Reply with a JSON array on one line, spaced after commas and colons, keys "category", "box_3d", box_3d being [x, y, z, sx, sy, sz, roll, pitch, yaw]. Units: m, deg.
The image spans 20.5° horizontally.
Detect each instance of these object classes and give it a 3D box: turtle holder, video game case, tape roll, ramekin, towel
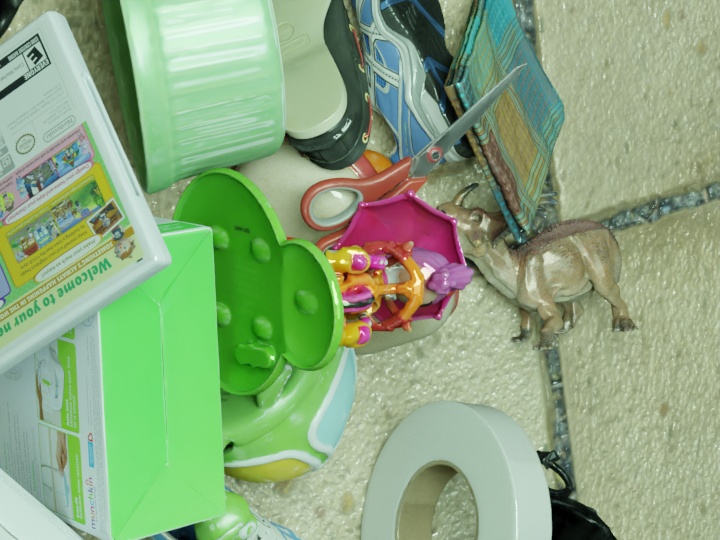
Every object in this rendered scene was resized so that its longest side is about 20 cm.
[{"category": "turtle holder", "box_3d": [-0.067, 0.098, 1.440, 0.141, 0.186, 0.132, -22, 134, 14]}, {"category": "video game case", "box_3d": [-0.232, -0.036, 1.270, 0.022, 0.200, 0.182, 6, 56, -63]}, {"category": "tape roll", "box_3d": [0.071, 0.201, 1.532, 0.037, 0.203, 0.203, 9, 93, -34]}, {"category": "ramekin", "box_3d": [-0.115, -0.158, 1.340, 0.097, 0.200, 0.200, -11, 104, -9]}, {"category": "towel", "box_3d": [0.115, -0.130, 1.544, 0.147, 0.022, 0.200, 62, 25, -25]}]

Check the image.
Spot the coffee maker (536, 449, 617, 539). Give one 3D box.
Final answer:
[{"category": "coffee maker", "box_3d": [0.117, 0.284, 1.634, 0.200, 0.135, 0.192, -38, 96, -25]}]

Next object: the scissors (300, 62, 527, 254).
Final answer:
[{"category": "scissors", "box_3d": [0.045, -0.071, 1.416, 0.200, 0.014, 0.073, -32, 118, -5]}]

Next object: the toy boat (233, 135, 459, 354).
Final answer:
[{"category": "toy boat", "box_3d": [-0.008, -0.040, 1.508, 0.200, 0.130, 0.131, 48, 41, -30]}]

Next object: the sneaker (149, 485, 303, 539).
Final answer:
[{"category": "sneaker", "box_3d": [-0.098, 0.205, 1.495, 0.200, 0.072, 0.072, 38, 86, -30]}]

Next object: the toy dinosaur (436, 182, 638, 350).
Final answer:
[{"category": "toy dinosaur", "box_3d": [0.161, -0.011, 1.634, 0.200, 0.086, 0.136, -9, 95, -38]}]

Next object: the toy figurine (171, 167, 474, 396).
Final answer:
[{"category": "toy figurine", "box_3d": [0.000, 0.000, 1.331, 0.184, 0.200, 0.150, -9, 103, -35]}]

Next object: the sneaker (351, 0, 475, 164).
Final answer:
[{"category": "sneaker", "box_3d": [0.023, -0.169, 1.518, 0.076, 0.077, 0.200, -20, 89, -53]}]

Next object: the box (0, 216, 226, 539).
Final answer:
[{"category": "box", "box_3d": [-0.183, 0.064, 1.356, 0.097, 0.176, 0.200, -10, 102, -36]}]

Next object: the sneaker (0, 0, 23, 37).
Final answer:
[{"category": "sneaker", "box_3d": [-0.299, -0.149, 1.295, 0.200, 0.098, 0.071, -38, 118, -22]}]

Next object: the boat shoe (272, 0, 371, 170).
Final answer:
[{"category": "boat shoe", "box_3d": [-0.038, -0.160, 1.442, 0.074, 0.202, 0.063, -21, 143, 13]}]

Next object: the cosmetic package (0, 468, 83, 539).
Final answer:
[{"category": "cosmetic package", "box_3d": [-0.286, 0.220, 1.288, 0.200, 0.081, 0.113, -43, 103, 7]}]
